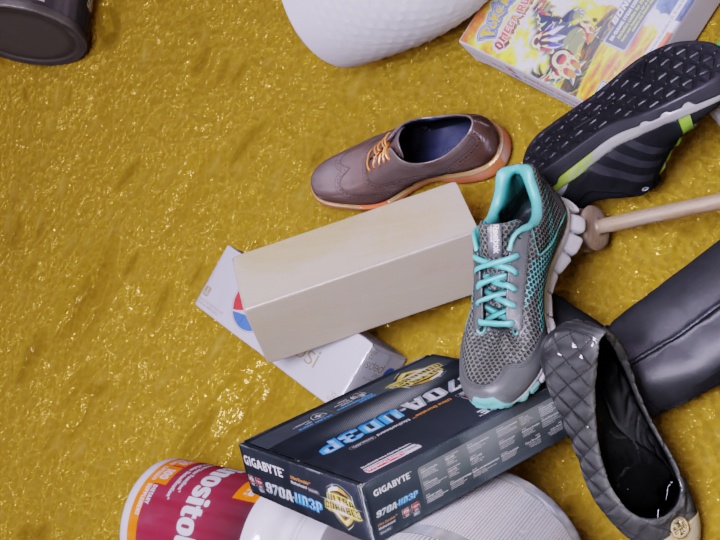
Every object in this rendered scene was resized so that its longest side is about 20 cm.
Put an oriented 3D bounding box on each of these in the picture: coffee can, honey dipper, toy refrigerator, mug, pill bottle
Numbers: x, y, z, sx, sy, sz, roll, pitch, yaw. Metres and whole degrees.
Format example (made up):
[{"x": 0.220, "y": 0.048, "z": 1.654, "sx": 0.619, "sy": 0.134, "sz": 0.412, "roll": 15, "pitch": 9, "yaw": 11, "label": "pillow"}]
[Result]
[{"x": -0.381, "y": -0.364, "z": 1.273, "sx": 0.146, "sy": 0.146, "sz": 0.201, "roll": -4, "pitch": 73, "yaw": 31, "label": "coffee can"}, {"x": 0.228, "y": -0.044, "z": 0.830, "sx": 0.200, "sy": 0.038, "sz": 0.038, "roll": -14, "pitch": 67, "yaw": 43, "label": "honey dipper"}, {"x": 0.000, "y": 0.000, "z": 0.912, "sx": 0.199, "sy": 0.076, "sz": 0.070, "roll": -19, "pitch": 48, "yaw": 0, "label": "toy refrigerator"}, {"x": 0.050, "y": -0.288, "z": 0.981, "sx": 0.175, "sy": 0.148, "sz": 0.200, "roll": -10, "pitch": 28, "yaw": 42, "label": "mug"}, {"x": -0.099, "y": 0.230, "z": 0.928, "sx": 0.199, "sy": 0.113, "sz": 0.113, "roll": 3, "pitch": 77, "yaw": 32, "label": "pill bottle"}]

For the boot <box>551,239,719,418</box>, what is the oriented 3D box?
[{"x": 0.222, "y": 0.021, "z": 0.822, "sx": 0.200, "sy": 0.066, "sz": 0.165, "roll": -39, "pitch": 67, "yaw": 20, "label": "boot"}]

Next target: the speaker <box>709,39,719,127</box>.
[{"x": 0.332, "y": -0.092, "z": 0.780, "sx": 0.088, "sy": 0.088, "sz": 0.200, "roll": -42, "pitch": 58, "yaw": 14, "label": "speaker"}]

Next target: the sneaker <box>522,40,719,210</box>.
[{"x": 0.217, "y": -0.104, "z": 0.844, "sx": 0.200, "sy": 0.083, "sz": 0.072, "roll": -28, "pitch": 37, "yaw": 44, "label": "sneaker"}]

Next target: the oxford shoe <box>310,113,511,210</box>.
[{"x": 0.031, "y": -0.106, "z": 0.978, "sx": 0.200, "sy": 0.073, "sz": 0.072, "roll": -14, "pitch": 68, "yaw": 28, "label": "oxford shoe"}]

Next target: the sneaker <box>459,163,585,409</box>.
[{"x": 0.105, "y": 0.005, "z": 0.800, "sx": 0.077, "sy": 0.091, "sz": 0.200, "roll": -5, "pitch": 52, "yaw": 32, "label": "sneaker"}]

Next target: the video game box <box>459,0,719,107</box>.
[{"x": 0.209, "y": -0.241, "z": 0.929, "sx": 0.182, "sy": 0.047, "sz": 0.200, "roll": 35, "pitch": 95, "yaw": 37, "label": "video game box"}]

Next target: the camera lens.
[{"x": 0.063, "y": 0.240, "z": 0.756, "sx": 0.160, "sy": 0.200, "sz": 0.161, "roll": 8, "pitch": 108, "yaw": 27, "label": "camera lens"}]

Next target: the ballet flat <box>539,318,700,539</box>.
[{"x": 0.186, "y": 0.125, "z": 0.761, "sx": 0.066, "sy": 0.200, "sz": 0.057, "roll": -35, "pitch": 13, "yaw": -19, "label": "ballet flat"}]

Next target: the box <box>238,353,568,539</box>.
[{"x": 0.034, "y": 0.125, "z": 0.811, "sx": 0.159, "sy": 0.200, "sz": 0.046, "roll": 6, "pitch": 112, "yaw": 54, "label": "box"}]

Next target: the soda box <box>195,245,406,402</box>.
[{"x": -0.059, "y": 0.054, "z": 0.989, "sx": 0.200, "sy": 0.064, "sz": 0.068, "roll": 32, "pitch": 93, "yaw": 35, "label": "soda box"}]
